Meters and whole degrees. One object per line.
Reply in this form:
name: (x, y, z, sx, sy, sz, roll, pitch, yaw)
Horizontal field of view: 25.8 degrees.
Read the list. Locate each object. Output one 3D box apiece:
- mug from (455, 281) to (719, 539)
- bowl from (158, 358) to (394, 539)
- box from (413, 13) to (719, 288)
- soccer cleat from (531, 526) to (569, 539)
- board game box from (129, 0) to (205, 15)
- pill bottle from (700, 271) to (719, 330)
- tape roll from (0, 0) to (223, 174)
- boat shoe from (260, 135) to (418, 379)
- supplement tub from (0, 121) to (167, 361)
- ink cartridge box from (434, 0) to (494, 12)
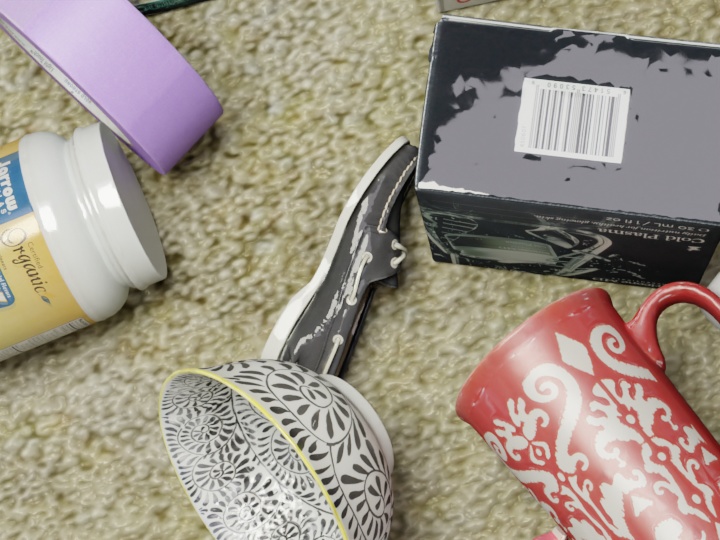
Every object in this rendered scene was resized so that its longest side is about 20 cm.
mug: (0.184, 0.114, 1.026, 0.200, 0.133, 0.178, 53, 124, 24)
bowl: (-0.040, 0.132, 1.073, 0.094, 0.201, 0.201, -32, 73, -31)
box: (0.146, -0.073, 1.070, 0.199, 0.197, 0.124, 7, 79, 8)
soccer cleat: (0.187, 0.253, 1.069, 0.200, 0.067, 0.077, 32, 116, 6)
board game box: (-0.141, -0.308, 1.245, 0.135, 0.028, 0.201, -14, 76, 3)
pill bottle: (0.337, 0.051, 1.064, 0.200, 0.111, 0.111, 43, 85, 13)
tape roll: (-0.192, -0.160, 1.128, 0.200, 0.200, 0.066, 42, 86, 14)
boat shoe: (0.000, 0.000, 1.135, 0.060, 0.074, 0.200, 29, 85, 12)
supplement tub: (-0.254, -0.013, 1.131, 0.199, 0.145, 0.145, -22, 76, 1)
ink cartridge box: (0.139, -0.267, 1.142, 0.199, 0.146, 0.085, -10, 77, 5)
